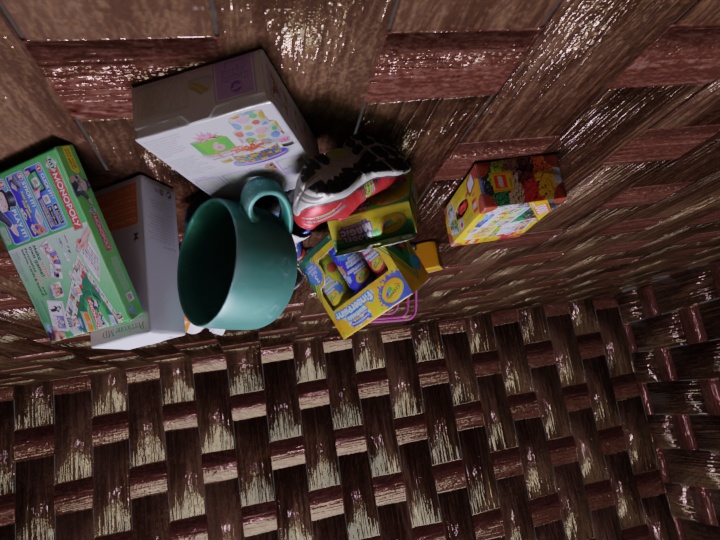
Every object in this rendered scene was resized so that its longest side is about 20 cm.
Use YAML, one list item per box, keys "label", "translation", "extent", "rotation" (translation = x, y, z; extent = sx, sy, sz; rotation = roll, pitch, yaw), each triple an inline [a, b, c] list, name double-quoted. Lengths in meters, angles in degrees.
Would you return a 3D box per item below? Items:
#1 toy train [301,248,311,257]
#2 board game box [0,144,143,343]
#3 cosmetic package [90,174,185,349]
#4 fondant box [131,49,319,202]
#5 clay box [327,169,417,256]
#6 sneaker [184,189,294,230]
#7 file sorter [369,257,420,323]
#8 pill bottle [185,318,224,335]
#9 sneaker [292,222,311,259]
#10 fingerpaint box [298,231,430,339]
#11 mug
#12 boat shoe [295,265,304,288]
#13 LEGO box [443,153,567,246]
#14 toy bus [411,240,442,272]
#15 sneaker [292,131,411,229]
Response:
- label: "toy train"
  translation: [-0.194, -0.011, 1.087]
  extent: [0.192, 0.058, 0.151]
  rotation: [-10, 166, 0]
- label: "board game box"
  translation: [-0.351, -0.025, 0.619]
  extent: [0.130, 0.207, 0.029]
  rotation: [-13, -166, 18]
- label: "cosmetic package"
  translation: [-0.299, -0.008, 0.698]
  extent: [0.098, 0.208, 0.071]
  rotation: [-13, 167, 17]
- label: "fondant box"
  translation: [-0.133, -0.144, 0.584]
  extent: [0.139, 0.061, 0.200]
  rotation: [-12, 168, 8]
- label: "clay box"
  translation: [0.021, -0.086, 0.731]
  extent: [0.111, 0.049, 0.201]
  rotation: [-13, -158, 12]
- label: "sneaker"
  translation: [-0.165, -0.085, 0.764]
  extent: [0.193, 0.076, 0.082]
  rotation: [-14, 165, 18]
- label: "file sorter"
  translation: [0.029, 0.031, 1.119]
  extent: [0.133, 0.131, 0.199]
  rotation: [-2, -174, -16]
- label: "pill bottle"
  translation: [-0.335, 0.048, 0.967]
  extent: [0.194, 0.116, 0.112]
  rotation: [20, 157, -18]
- label: "sneaker"
  translation: [-0.122, -0.061, 0.880]
  extent: [0.111, 0.084, 0.199]
  rotation: [-11, 165, 15]
- label: "fingerpaint box"
  translation: [0.000, 0.000, 0.929]
  extent: [0.198, 0.170, 0.073]
  rotation: [-35, 177, 42]
- label: "mug"
  translation: [-0.138, -0.008, 0.661]
  extent: [0.112, 0.158, 0.182]
  rotation: [10, 157, -44]
- label: "boat shoe"
  translation: [-0.191, 0.029, 0.959]
  extent: [0.195, 0.077, 0.059]
  rotation: [-15, -169, -37]
- label: "LEGO box"
  translation: [0.244, -0.117, 0.925]
  extent: [0.143, 0.080, 0.200]
  rotation: [-8, 167, -7]
- label: "toy bus"
  translation: [0.095, -0.015, 1.265]
  extent: [0.193, 0.068, 0.078]
  rotation: [-14, 169, 15]
- label: "sneaker"
  translation: [-0.014, -0.109, 0.654]
  extent: [0.197, 0.077, 0.086]
  rotation: [-28, 157, -42]
